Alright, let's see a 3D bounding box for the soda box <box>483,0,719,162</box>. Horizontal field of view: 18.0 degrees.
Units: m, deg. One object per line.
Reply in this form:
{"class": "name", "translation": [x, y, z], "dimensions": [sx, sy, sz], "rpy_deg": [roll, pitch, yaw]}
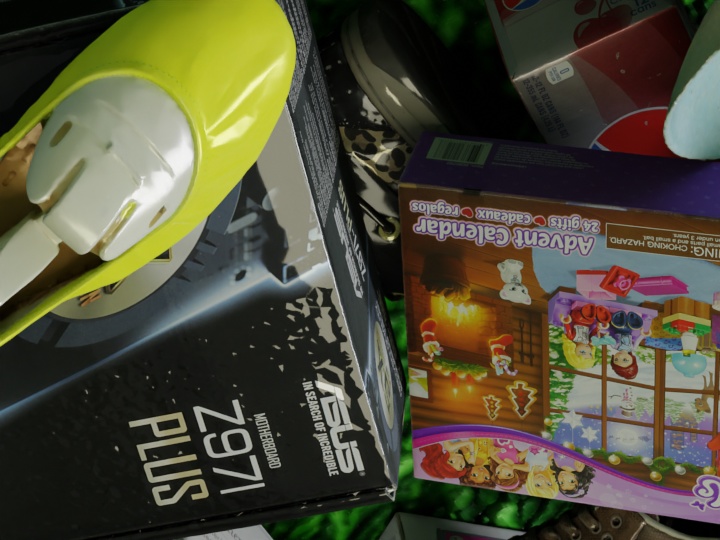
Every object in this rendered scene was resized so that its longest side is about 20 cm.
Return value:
{"class": "soda box", "translation": [0.116, -0.045, 0.899], "dimensions": [0.070, 0.064, 0.200], "rpy_deg": [-24, 136, 9]}

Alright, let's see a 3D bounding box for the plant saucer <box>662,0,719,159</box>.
{"class": "plant saucer", "translation": [0.181, -0.103, 0.746], "dimensions": [0.200, 0.039, 0.201], "rpy_deg": [-24, 164, -7]}

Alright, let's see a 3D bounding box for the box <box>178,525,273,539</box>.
{"class": "box", "translation": [-0.114, 0.211, 1.038], "dimensions": [0.198, 0.131, 0.200], "rpy_deg": [-22, 131, 17]}

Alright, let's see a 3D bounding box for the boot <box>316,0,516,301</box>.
{"class": "boot", "translation": [-0.001, -0.002, 0.909], "dimensions": [0.153, 0.074, 0.204], "rpy_deg": [-26, 126, 17]}

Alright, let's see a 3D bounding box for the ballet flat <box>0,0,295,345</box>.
{"class": "ballet flat", "translation": [-0.100, -0.014, 0.724], "dimensions": [0.199, 0.067, 0.067], "rpy_deg": [-37, 103, 19]}

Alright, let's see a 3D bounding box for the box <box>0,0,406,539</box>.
{"class": "box", "translation": [-0.084, -0.008, 0.812], "dimensions": [0.162, 0.086, 0.202], "rpy_deg": [-10, 115, 9]}

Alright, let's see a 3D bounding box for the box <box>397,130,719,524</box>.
{"class": "box", "translation": [0.115, 0.027, 0.827], "dimensions": [0.198, 0.039, 0.138], "rpy_deg": [7, 126, 16]}

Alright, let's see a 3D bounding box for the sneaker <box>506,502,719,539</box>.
{"class": "sneaker", "translation": [0.111, 0.126, 1.023], "dimensions": [0.198, 0.070, 0.076], "rpy_deg": [-6, 102, 20]}

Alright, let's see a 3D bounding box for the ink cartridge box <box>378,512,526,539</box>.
{"class": "ink cartridge box", "translation": [0.088, 0.174, 1.139], "dimensions": [0.198, 0.037, 0.095], "rpy_deg": [10, 132, -24]}
